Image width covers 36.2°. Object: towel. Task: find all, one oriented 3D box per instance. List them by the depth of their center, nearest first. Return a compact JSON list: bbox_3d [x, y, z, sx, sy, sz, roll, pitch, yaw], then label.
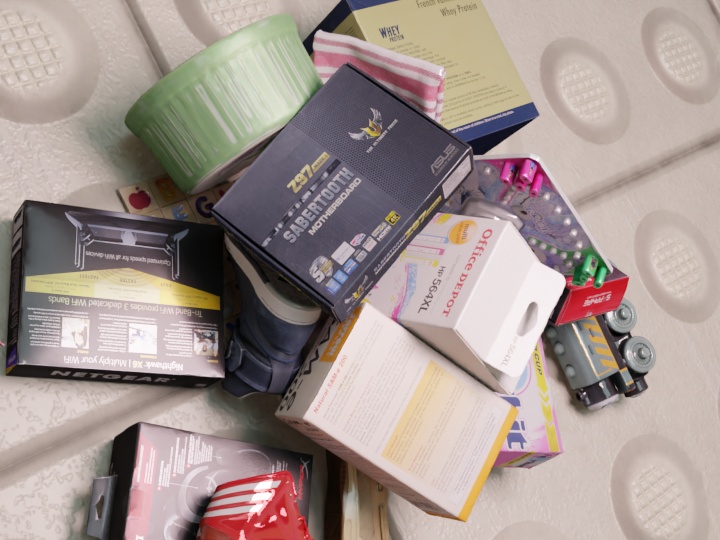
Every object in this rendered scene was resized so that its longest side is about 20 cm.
[{"bbox_3d":[0.012,-0.146,1.171,0.146,0.200,0.030,18,41,16],"label":"towel"}]

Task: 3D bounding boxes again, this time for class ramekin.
[{"bbox_3d":[-0.127,-0.162,1.112,0.200,0.200,0.098,-35,93,-37],"label":"ramekin"}]

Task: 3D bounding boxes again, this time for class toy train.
[{"bbox_3d":[0.278,0.072,1.353,0.114,0.085,0.201,-22,85,-24],"label":"toy train"}]

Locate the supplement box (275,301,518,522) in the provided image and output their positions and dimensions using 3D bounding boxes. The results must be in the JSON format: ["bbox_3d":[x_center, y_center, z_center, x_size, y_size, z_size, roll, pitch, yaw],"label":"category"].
[{"bbox_3d":[0.037,0.136,1.057,0.200,0.073,0.126,36,71,-19],"label":"supplement box"}]

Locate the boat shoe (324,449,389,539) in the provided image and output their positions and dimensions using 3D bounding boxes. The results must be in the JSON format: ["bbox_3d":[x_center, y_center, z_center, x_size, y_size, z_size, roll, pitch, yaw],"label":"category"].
[{"bbox_3d":[0.004,0.194,1.116,0.064,0.071,0.201,6,85,-19],"label":"boat shoe"}]

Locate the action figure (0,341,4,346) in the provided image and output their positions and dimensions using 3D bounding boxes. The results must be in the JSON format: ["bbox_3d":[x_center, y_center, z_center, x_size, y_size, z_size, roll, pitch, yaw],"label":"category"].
[{"bbox_3d":[-0.387,0.015,0.916,0.199,0.149,0.134,26,52,-6],"label":"action figure"}]

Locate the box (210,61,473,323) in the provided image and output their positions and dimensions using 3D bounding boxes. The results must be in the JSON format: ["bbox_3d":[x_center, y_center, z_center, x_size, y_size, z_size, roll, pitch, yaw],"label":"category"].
[{"bbox_3d":[-0.016,-0.075,1.026,0.158,0.051,0.200,38,79,21],"label":"box"}]

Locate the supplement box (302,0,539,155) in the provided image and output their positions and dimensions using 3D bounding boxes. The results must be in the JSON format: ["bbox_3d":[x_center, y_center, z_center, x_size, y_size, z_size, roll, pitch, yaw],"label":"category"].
[{"bbox_3d":[0.064,-0.219,1.295,0.200,0.134,0.200,-23,84,-37],"label":"supplement box"}]

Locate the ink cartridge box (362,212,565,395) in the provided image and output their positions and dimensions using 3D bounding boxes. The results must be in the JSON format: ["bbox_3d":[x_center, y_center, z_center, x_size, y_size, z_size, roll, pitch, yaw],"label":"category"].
[{"bbox_3d":[0.090,0.027,1.096,0.125,0.200,0.129,47,63,-41],"label":"ink cartridge box"}]

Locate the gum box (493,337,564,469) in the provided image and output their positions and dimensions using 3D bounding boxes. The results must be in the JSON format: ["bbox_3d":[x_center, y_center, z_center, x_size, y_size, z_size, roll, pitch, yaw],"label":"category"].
[{"bbox_3d":[0.142,0.112,1.213,0.113,0.066,0.201,7,63,-30],"label":"gum box"}]

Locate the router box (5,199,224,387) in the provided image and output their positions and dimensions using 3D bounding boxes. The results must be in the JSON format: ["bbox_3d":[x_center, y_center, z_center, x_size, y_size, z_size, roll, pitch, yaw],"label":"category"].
[{"bbox_3d":[-0.230,0.026,1.054,0.199,0.052,0.158,8,69,-28],"label":"router box"}]

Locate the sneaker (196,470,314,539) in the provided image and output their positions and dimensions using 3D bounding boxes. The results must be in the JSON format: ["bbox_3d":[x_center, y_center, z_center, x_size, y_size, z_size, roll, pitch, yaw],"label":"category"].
[{"bbox_3d":[-0.048,0.244,0.980,0.200,0.078,0.116,28,60,-23],"label":"sneaker"}]

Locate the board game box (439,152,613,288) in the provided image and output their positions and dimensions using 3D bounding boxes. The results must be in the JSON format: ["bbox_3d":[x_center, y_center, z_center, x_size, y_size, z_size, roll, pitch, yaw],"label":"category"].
[{"bbox_3d":[0.130,-0.045,1.127,0.200,0.199,0.026,47,56,-41],"label":"board game box"}]

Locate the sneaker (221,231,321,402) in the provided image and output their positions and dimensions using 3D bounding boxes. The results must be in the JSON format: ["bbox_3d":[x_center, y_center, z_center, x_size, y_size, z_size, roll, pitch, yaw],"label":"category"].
[{"bbox_3d":[-0.107,0.042,1.114,0.077,0.147,0.202,5,29,-24],"label":"sneaker"}]

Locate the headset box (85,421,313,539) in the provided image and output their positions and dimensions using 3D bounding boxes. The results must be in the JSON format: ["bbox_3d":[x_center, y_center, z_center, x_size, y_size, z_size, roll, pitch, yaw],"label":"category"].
[{"bbox_3d":[-0.151,0.231,1.013,0.199,0.077,0.149,15,64,-26],"label":"headset box"}]

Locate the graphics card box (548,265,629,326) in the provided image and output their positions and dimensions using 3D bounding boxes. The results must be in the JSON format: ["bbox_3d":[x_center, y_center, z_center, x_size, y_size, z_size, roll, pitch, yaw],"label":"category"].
[{"bbox_3d":[0.196,-0.017,1.273,0.125,0.051,0.200,-10,38,-45],"label":"graphics card box"}]

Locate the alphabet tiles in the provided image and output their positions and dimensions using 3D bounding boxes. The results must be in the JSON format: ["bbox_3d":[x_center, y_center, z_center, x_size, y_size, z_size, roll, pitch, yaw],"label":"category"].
[{"bbox_3d":[-0.166,-0.011,1.145,0.166,0.006,0.200,-25,85,-36],"label":"alphabet tiles"}]
